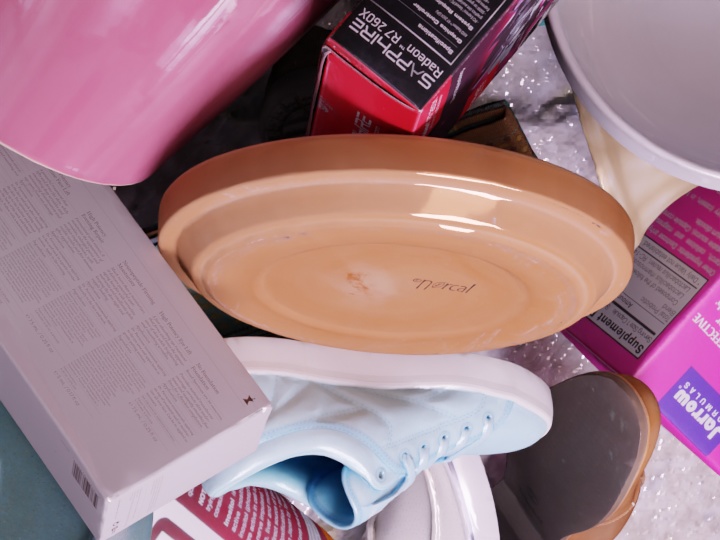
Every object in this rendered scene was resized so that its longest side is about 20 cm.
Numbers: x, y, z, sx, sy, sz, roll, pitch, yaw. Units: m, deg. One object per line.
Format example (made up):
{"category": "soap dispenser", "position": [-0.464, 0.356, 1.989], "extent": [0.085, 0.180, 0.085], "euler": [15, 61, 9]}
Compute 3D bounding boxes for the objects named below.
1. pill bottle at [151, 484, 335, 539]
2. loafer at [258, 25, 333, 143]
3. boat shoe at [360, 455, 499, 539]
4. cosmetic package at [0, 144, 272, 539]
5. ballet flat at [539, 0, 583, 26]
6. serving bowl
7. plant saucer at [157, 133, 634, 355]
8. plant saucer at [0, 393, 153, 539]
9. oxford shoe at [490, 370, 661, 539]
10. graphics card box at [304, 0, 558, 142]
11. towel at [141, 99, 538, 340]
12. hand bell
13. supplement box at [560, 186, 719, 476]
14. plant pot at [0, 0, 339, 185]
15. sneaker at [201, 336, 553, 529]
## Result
{"category": "pill bottle", "position": [-0.102, 0.124, 1.025], "extent": [0.113, 0.113, 0.200], "euler": [-46, 123, -1]}
{"category": "loafer", "position": [0.008, -0.040, 1.030], "extent": [0.075, 0.070, 0.200], "euler": [-12, 139, 10]}
{"category": "boat shoe", "position": [0.028, 0.159, 1.134], "extent": [0.069, 0.071, 0.201], "euler": [-17, 125, -22]}
{"category": "cosmetic package", "position": [-0.128, 0.008, 0.913], "extent": [0.082, 0.200, 0.051], "euler": [-29, 160, -24]}
{"category": "ballet flat", "position": [0.099, -0.143, 1.043], "extent": [0.199, 0.071, 0.071], "euler": [-2, 113, -25]}
{"category": "serving bowl", "position": [0.174, -0.122, 0.989], "extent": [0.199, 0.066, 0.201], "euler": [2, 73, -5]}
{"category": "plant saucer", "position": [0.014, -0.003, 0.910], "extent": [0.199, 0.200, 0.033], "euler": [15, 67, -30]}
{"category": "plant saucer", "position": [-0.182, 0.085, 0.897], "extent": [0.199, 0.201, 0.027], "euler": [-12, 153, -21]}
{"category": "oxford shoe", "position": [0.117, 0.101, 1.115], "extent": [0.071, 0.072, 0.200], "euler": [-19, 157, -23]}
{"category": "graphics card box", "position": [0.059, -0.128, 0.883], "extent": [0.051, 0.126, 0.200], "euler": [37, 75, 5]}
{"category": "towel", "position": [0.000, 0.000, 1.007], "extent": [0.199, 0.022, 0.147], "euler": [-19, 138, 15]}
{"category": "hand bell", "position": [0.207, -0.085, 1.046], "extent": [0.199, 0.104, 0.105], "euler": [-17, 121, 10]}
{"category": "supplement box", "position": [0.205, -0.009, 1.126], "extent": [0.200, 0.103, 0.101], "euler": [-48, 123, 2]}
{"category": "plant pot", "position": [-0.091, -0.142, 0.880], "extent": [0.199, 0.200, 0.179], "euler": [23, 115, -32]}
{"category": "sneaker", "position": [0.005, 0.084, 1.018], "extent": [0.199, 0.074, 0.082], "euler": [5, 65, -27]}
